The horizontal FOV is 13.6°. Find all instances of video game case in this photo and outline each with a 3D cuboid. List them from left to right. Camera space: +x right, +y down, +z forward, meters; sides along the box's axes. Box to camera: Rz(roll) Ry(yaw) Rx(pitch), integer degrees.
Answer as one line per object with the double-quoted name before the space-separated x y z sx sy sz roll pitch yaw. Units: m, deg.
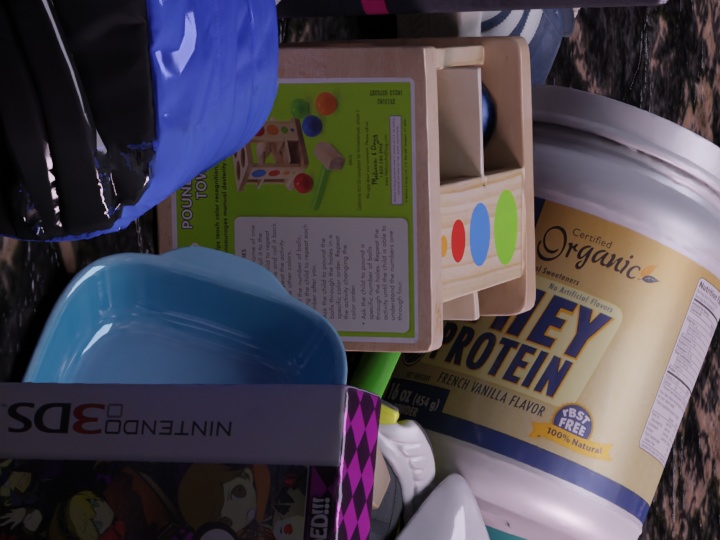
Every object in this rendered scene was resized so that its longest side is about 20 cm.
"video game case" -0.086 0.138 1.033 0.036 0.180 0.201 26 66 -62

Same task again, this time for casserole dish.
"casserole dish" -0.078 0.080 1.156 0.039 0.121 0.201 106 1 -54

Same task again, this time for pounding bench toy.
"pounding bench toy" 0.000 0.000 1.323 0.156 0.124 0.201 -14 103 -68

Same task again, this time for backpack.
"backpack" -0.098 -0.118 1.009 0.168 0.162 0.201 -32 123 -53

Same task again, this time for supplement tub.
"supplement tub" 0.097 0.025 1.462 0.144 0.144 0.201 39 70 -63

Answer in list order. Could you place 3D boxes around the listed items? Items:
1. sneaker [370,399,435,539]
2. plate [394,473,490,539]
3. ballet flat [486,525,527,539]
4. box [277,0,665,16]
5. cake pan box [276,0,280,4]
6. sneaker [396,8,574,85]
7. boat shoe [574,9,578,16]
"sneaker" -0.006 0.138 1.406 0.085 0.074 0.200 -46 142 -26
"plate" 0.022 0.224 1.400 0.200 0.032 0.200 -50 143 -21
"ballet flat" 0.063 0.117 1.571 0.069 0.069 0.201 -27 112 -66
"box" 0.048 -0.182 1.320 0.122 0.199 0.107 -53 138 -57
"cake pan box" -0.093 -0.158 1.190 0.200 0.052 0.185 -56 138 -55
"sneaker" 0.066 -0.144 1.489 0.084 0.075 0.201 -24 141 -23
"boat shoe" 0.095 -0.208 1.606 0.072 0.072 0.201 -90 -170 -61
